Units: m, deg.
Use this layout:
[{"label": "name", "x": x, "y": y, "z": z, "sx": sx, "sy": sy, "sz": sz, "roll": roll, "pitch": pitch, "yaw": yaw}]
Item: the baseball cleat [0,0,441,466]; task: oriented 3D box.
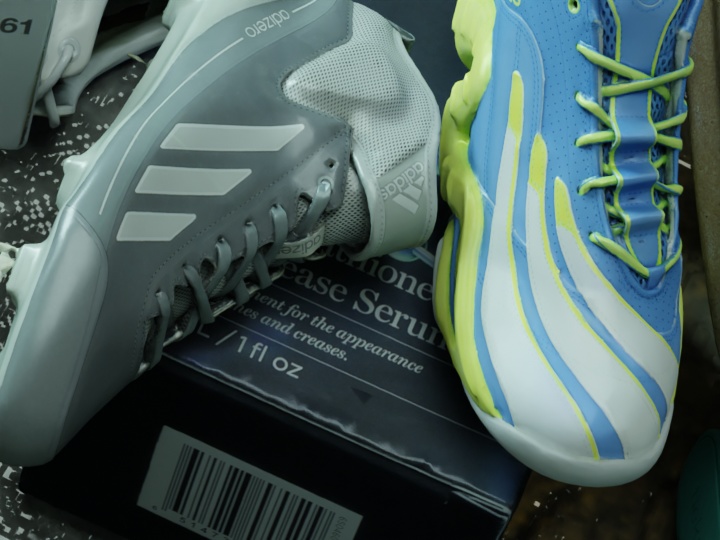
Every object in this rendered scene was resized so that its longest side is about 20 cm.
[{"label": "baseball cleat", "x": -0.036, "y": -0.015, "z": 0.859, "sx": 0.106, "sy": 0.070, "sz": 0.201, "roll": 23, "pitch": 54, "yaw": 2}]

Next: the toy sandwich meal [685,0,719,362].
[{"label": "toy sandwich meal", "x": 0.149, "y": -0.035, "z": 0.970, "sx": 0.070, "sy": 0.206, "sz": 0.206, "roll": -5, "pitch": 54, "yaw": 11}]

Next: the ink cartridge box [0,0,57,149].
[{"label": "ink cartridge box", "x": -0.168, "y": -0.140, "z": 0.911, "sx": 0.144, "sy": 0.085, "sz": 0.201, "roll": 4, "pitch": 50, "yaw": -14}]

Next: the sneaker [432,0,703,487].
[{"label": "sneaker", "x": 0.063, "y": -0.041, "z": 0.881, "sx": 0.075, "sy": 0.105, "sz": 0.201, "roll": 2, "pitch": 54, "yaw": -11}]

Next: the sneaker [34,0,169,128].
[{"label": "sneaker", "x": -0.128, "y": -0.081, "z": 1.028, "sx": 0.200, "sy": 0.073, "sz": 0.071, "roll": -33, "pitch": 67, "yaw": -32}]

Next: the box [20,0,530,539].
[{"label": "box", "x": 0.000, "y": 0.000, "z": 0.978, "sx": 0.148, "sy": 0.107, "sz": 0.201, "roll": 23, "pitch": 52, "yaw": 1}]

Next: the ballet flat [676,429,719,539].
[{"label": "ballet flat", "x": 0.136, "y": 0.137, "z": 0.959, "sx": 0.067, "sy": 0.068, "sz": 0.201, "roll": 18, "pitch": 55, "yaw": -13}]
